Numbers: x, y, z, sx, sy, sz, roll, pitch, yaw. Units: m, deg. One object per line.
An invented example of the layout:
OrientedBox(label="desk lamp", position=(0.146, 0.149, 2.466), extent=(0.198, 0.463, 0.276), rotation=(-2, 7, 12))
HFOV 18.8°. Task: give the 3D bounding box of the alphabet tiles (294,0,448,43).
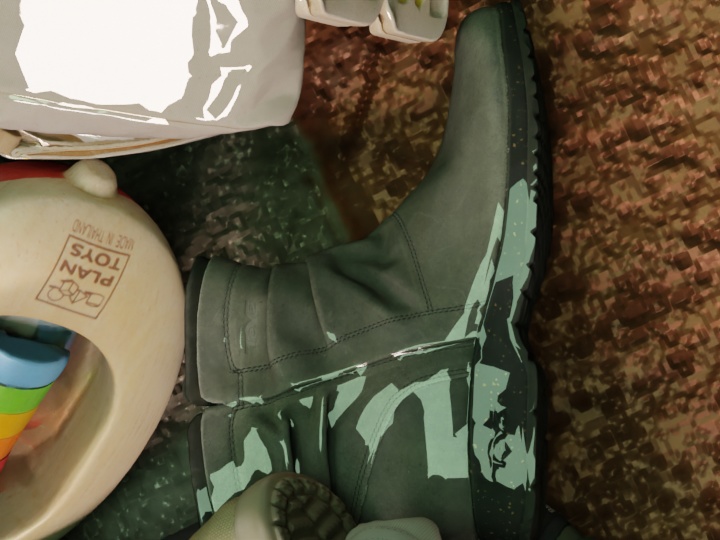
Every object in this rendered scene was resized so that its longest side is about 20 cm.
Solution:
OrientedBox(label="alphabet tiles", position=(0.010, -0.178, 0.712), extent=(0.015, 0.195, 0.201), rotation=(5, 91, 29))

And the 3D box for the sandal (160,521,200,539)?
OrientedBox(label="sandal", position=(-0.105, 0.130, 0.813), extent=(0.200, 0.075, 0.048), rotation=(-26, 54, 5))

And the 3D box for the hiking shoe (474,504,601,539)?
OrientedBox(label="hiking shoe", position=(0.008, 0.161, 0.782), extent=(0.101, 0.076, 0.200), rotation=(35, 89, 20))

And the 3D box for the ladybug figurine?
OrientedBox(label="ladybug figurine", position=(-0.140, 0.033, 0.791), extent=(0.200, 0.135, 0.072), rotation=(-52, 36, 25))

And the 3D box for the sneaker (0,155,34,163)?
OrientedBox(label="sneaker", position=(-0.139, -0.066, 0.804), extent=(0.086, 0.080, 0.200), rotation=(30, 98, 10))

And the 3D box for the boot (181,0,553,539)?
OrientedBox(label="boot", position=(0.000, 0.000, 0.758), extent=(0.130, 0.068, 0.201), rotation=(1, 76, 9))

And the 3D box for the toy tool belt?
OrientedBox(label="toy tool belt", position=(-0.113, -0.106, 0.734), extent=(0.199, 0.123, 0.125), rotation=(5, 119, -2))

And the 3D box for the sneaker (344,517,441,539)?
OrientedBox(label="sneaker", position=(0.057, 0.152, 0.692), extent=(0.076, 0.092, 0.200), rotation=(-23, 122, 27))

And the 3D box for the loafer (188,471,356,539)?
OrientedBox(label="loafer", position=(-0.013, 0.168, 0.709), extent=(0.068, 0.076, 0.201), rotation=(-22, 80, 32))
